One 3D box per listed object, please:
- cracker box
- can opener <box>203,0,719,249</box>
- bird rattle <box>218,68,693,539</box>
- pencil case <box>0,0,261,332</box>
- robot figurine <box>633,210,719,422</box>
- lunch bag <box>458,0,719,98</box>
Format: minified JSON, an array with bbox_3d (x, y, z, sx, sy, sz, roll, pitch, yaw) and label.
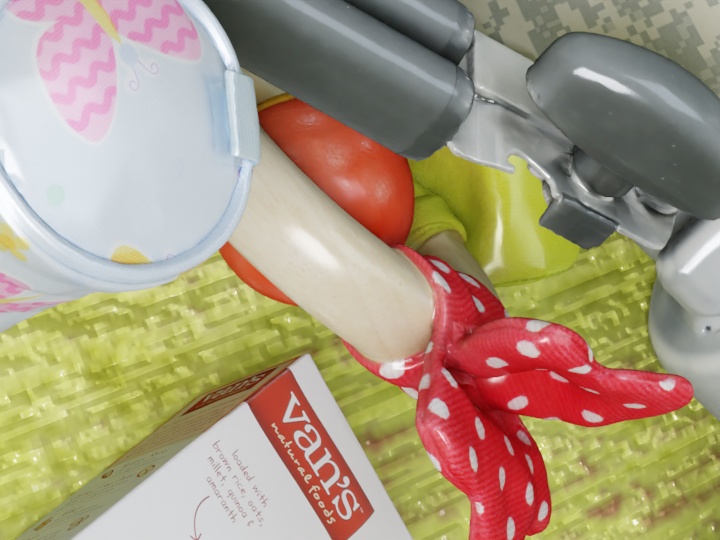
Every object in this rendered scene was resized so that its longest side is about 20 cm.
[{"bbox_3d":[-0.053,0.129,0.847,0.200,0.058,0.134,-39,102,-48],"label":"cracker box"},{"bbox_3d":[0.019,-0.066,0.831,0.199,0.067,0.053,24,40,-21],"label":"can opener"},{"bbox_3d":[0.000,0.000,0.881,0.163,0.113,0.200,35,22,-18],"label":"bird rattle"},{"bbox_3d":[-0.110,-0.016,0.747,0.090,0.200,0.084,19,67,-32],"label":"pencil case"},{"bbox_3d":[0.186,0.029,1.096,0.200,0.113,0.170,42,14,-27],"label":"robot figurine"},{"bbox_3d":[0.096,-0.111,0.998,0.139,0.199,0.169,8,67,-46],"label":"lunch bag"}]
